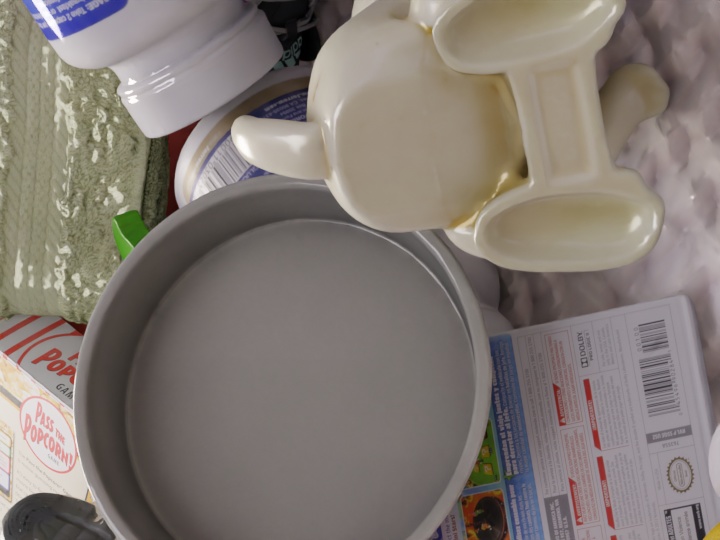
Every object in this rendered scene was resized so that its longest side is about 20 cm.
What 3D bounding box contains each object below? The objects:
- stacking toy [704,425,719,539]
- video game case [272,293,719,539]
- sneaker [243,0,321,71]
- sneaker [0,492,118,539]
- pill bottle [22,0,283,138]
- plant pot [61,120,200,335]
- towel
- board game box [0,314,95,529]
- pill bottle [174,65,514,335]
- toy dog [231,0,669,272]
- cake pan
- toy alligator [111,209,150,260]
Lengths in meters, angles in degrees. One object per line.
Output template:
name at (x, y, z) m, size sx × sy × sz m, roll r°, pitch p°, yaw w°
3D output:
stacking toy at (0.177, 0.148, 1.208) m, size 0.146 × 0.146 × 0.201 m, roll -45°, pitch 44°, yaw 51°
video game case at (0.064, 0.100, 1.310) m, size 0.199 × 0.018 × 0.144 m, roll -12°, pitch 74°, yaw 14°
sneaker at (-0.037, -0.138, 1.493) m, size 0.200 × 0.077 × 0.141 m, roll 14°, pitch 112°, yaw 64°
sneaker at (-0.123, 0.204, 1.501) m, size 0.200 × 0.074 × 0.085 m, roll 51°, pitch 151°, yaw -2°
pill bottle at (-0.123, -0.169, 1.412) m, size 0.112 × 0.112 × 0.200 m, roll -9°, pitch 117°, yaw 56°
plant pot at (-0.189, -0.028, 1.647) m, size 0.200 × 0.177 × 0.201 m, roll 18°, pitch 112°, yaw 53°
towel at (-0.169, -0.071, 1.517) m, size 0.036 × 0.148 × 0.201 m, roll 11°, pitch -98°, yaw -80°
board game box at (-0.158, 0.130, 1.575) m, size 0.151 × 0.046 × 0.201 m, roll 37°, pitch 137°, yaw 26°
pill bottle at (0.000, 0.000, 1.432) m, size 0.200 × 0.111 × 0.111 m, roll 52°, pitch 137°, yaw 35°
toy dog at (0.047, -0.084, 1.291) m, size 0.200 × 0.193 × 0.140 m, roll -86°, pitch -24°, yaw -68°
cake pan at (-0.033, 0.057, 1.320) m, size 0.199 × 0.037 × 0.201 m, roll -4°, pitch 75°, yaw 17°
toy alligator at (-0.076, 0.060, 1.456) m, size 0.201 × 0.059 × 0.054 m, roll 68°, pitch 157°, yaw 3°
